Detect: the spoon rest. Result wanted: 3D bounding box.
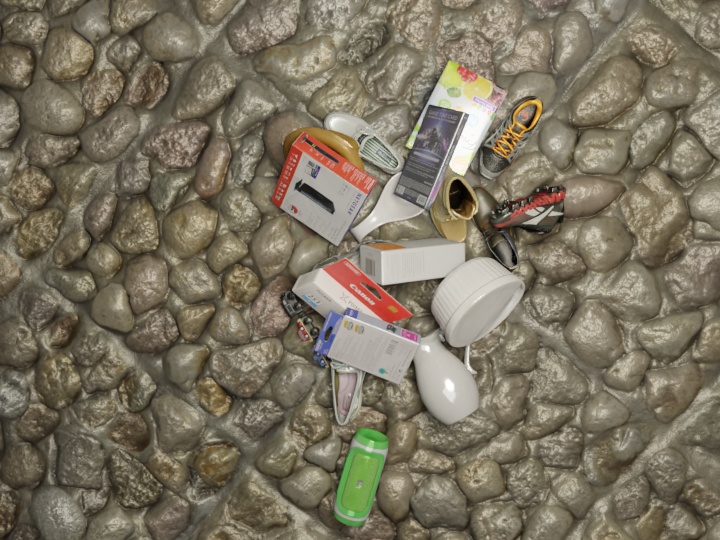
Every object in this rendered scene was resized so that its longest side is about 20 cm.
[{"bbox_3d":[0.064,-0.133,1.486,0.200,0.061,0.099,-39,92,7],"label":"spoon rest"}]

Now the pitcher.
[{"bbox_3d":[0.194,0.214,1.492,0.171,0.121,0.201,-27,82,-10],"label":"pitcher"}]

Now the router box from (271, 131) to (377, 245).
[{"bbox_3d":[-0.081,-0.166,1.432,0.179,0.200,0.049,34,55,0],"label":"router box"}]

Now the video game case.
[{"bbox_3d":[0.139,-0.231,1.387,0.019,0.143,0.201,18,100,-28],"label":"video game case"}]

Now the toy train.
[{"bbox_3d":[-0.119,0.135,1.535,0.046,0.034,0.200,-32,92,9],"label":"toy train"}]

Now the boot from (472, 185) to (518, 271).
[{"bbox_3d":[0.289,-0.089,1.458,0.074,0.097,0.201,-26,94,5],"label":"boot"}]

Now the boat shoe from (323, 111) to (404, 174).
[{"bbox_3d":[0.010,-0.279,1.471,0.199,0.067,0.074,30,96,0],"label":"boat shoe"}]

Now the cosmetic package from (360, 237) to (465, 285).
[{"bbox_3d":[0.109,-0.021,1.429,0.199,0.101,0.072,-6,101,-26],"label":"cosmetic package"}]

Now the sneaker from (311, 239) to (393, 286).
[{"bbox_3d":[0.000,0.000,1.504,0.199,0.078,0.100,-20,111,4],"label":"sneaker"}]

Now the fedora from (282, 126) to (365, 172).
[{"bbox_3d":[-0.066,-0.239,1.450,0.200,0.201,0.082,34,55,0],"label":"fedora"}]

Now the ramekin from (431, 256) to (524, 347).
[{"bbox_3d":[0.237,0.060,1.431,0.202,0.202,0.094,-42,61,6],"label":"ramekin"}]

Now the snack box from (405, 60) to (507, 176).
[{"bbox_3d":[0.203,-0.321,1.463,0.142,0.053,0.201,28,98,2],"label":"snack box"}]

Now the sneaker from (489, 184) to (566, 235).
[{"bbox_3d":[0.356,-0.112,1.437,0.200,0.071,0.098,-20,107,-28],"label":"sneaker"}]

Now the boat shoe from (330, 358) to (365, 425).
[{"bbox_3d":[-0.030,0.238,1.507,0.074,0.065,0.203,8,108,13],"label":"boat shoe"}]

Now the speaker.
[{"bbox_3d":[0.000,0.460,1.533,0.088,0.088,0.201,16,96,2],"label":"speaker"}]

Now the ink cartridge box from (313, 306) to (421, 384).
[{"bbox_3d":[0.013,0.152,1.431,0.199,0.042,0.120,20,122,-5],"label":"ink cartridge box"}]

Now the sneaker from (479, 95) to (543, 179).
[{"bbox_3d":[0.316,-0.285,1.449,0.078,0.077,0.200,31,98,-1],"label":"sneaker"}]

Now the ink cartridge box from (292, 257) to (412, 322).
[{"bbox_3d":[-0.019,0.068,1.433,0.200,0.176,0.045,40,57,-21],"label":"ink cartridge box"}]

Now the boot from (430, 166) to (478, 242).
[{"bbox_3d":[0.196,-0.123,1.412,0.072,0.156,0.201,-19,117,-5],"label":"boot"}]
